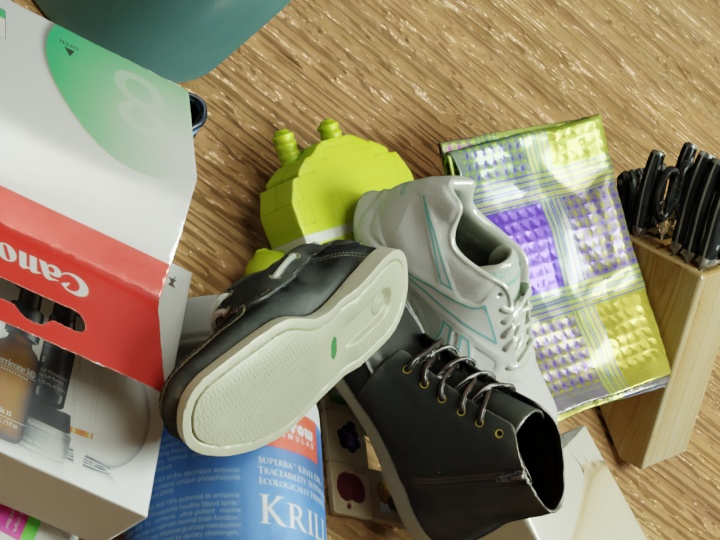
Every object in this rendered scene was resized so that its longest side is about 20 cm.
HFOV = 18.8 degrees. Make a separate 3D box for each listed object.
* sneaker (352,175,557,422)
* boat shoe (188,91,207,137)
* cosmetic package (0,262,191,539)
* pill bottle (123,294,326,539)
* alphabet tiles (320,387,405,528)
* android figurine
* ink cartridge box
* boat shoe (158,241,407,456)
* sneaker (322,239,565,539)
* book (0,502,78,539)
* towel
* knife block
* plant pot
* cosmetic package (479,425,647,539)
[{"bbox_3d":[0.075,0.028,1.353,0.201,0.080,0.071,57,37,-18],"label":"sneaker"},{"bbox_3d":[-0.169,-0.082,1.227,0.200,0.068,0.085,-25,88,-50],"label":"boat shoe"},{"bbox_3d":[-0.189,0.030,1.096,0.199,0.052,0.152,28,49,-28],"label":"cosmetic package"},{"bbox_3d":[-0.075,0.120,1.184,0.112,0.112,0.201,19,57,-40],"label":"pill bottle"},{"bbox_3d":[0.047,0.093,1.412,0.199,0.008,0.168,18,57,-41],"label":"alphabet tiles"},{"bbox_3d":[0.000,0.000,1.374,0.182,0.041,0.201,-21,88,-49],"label":"android figurine"},{"bbox_3d":[-0.157,-0.050,1.099,0.160,0.050,0.201,26,32,-30],"label":"ink cartridge box"},{"bbox_3d":[-0.049,0.037,1.140,0.200,0.067,0.072,-37,139,-51],"label":"boat shoe"},{"bbox_3d":[0.049,0.062,1.291,0.075,0.106,0.201,-34,100,-48],"label":"sneaker"},{"bbox_3d":[-0.221,0.061,1.113,0.200,0.048,0.134,36,48,-26],"label":"book"},{"bbox_3d":[0.133,0.000,1.460,0.143,0.023,0.201,-12,85,-31],"label":"towel"},{"bbox_3d":[0.228,0.018,1.516,0.064,0.175,0.201,-13,79,-48],"label":"knife block"},{"bbox_3d":[-0.097,-0.237,1.321,0.200,0.161,0.202,24,54,-37],"label":"plant pot"},{"bbox_3d":[0.143,0.215,1.390,0.103,0.073,0.201,-37,101,-49],"label":"cosmetic package"}]
